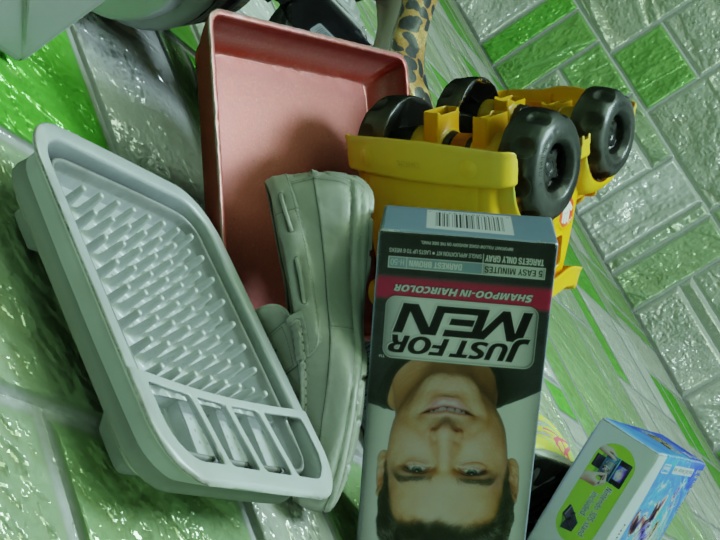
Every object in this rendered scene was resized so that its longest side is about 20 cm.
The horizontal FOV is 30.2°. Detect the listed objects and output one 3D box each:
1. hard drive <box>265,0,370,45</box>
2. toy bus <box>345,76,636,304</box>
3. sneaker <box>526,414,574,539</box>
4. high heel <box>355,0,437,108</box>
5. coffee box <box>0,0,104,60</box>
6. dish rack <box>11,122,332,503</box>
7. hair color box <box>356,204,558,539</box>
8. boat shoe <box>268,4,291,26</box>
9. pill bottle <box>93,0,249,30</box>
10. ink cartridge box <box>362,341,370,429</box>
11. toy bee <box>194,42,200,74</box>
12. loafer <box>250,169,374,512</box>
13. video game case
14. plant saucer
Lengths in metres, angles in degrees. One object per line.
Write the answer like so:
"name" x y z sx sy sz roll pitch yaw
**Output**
"hard drive" -0.067 -0.253 0.936 0.140 0.038 0.200 34 27 -60
"toy bus" 0.095 -0.027 0.894 0.200 0.136 0.192 -25 117 -49
"sneaker" 0.106 0.132 0.915 0.090 0.078 0.200 64 7 23
"high heel" 0.053 -0.156 1.038 0.143 0.071 0.200 -26 90 -39
"coffee box" -0.222 -0.231 0.740 0.114 0.080 0.200 34 27 -57
"dish rack" -0.099 0.032 0.667 0.200 0.044 0.172 63 16 22
"hair color box" 0.054 0.068 0.773 0.061 0.099 0.200 -77 171 -72
"boat shoe" 0.010 -0.152 1.080 0.200 0.071 0.072 33 -8 -23
"pill bottle" -0.138 -0.230 0.951 0.113 0.113 0.200 56 14 -6
"ink cartridge box" 0.072 0.152 0.979 0.200 0.041 0.200 33 28 -59
"toy bee" -0.063 -0.117 0.974 0.200 0.109 0.131 16 -44 45
"loafer" -0.031 0.038 0.768 0.070 0.070 0.200 107 -14 -69
"video game case" 0.151 0.190 0.881 0.045 0.181 0.200 33 4 24
"plant saucer" -0.034 -0.052 0.857 0.200 0.037 0.200 1 83 -53
